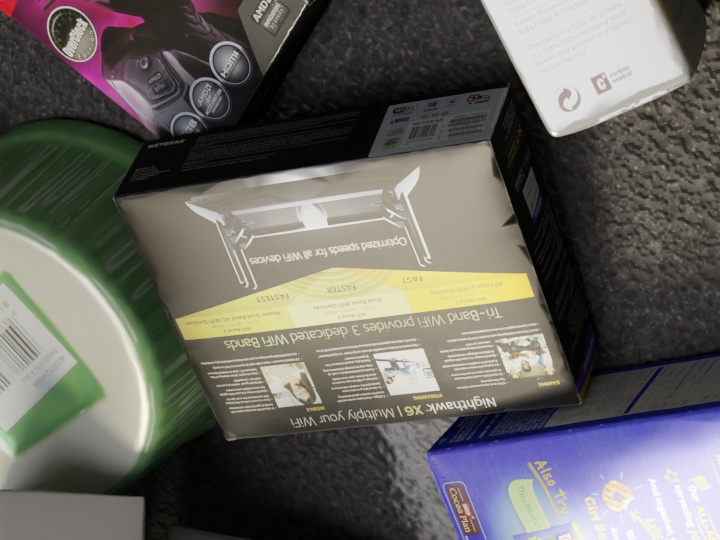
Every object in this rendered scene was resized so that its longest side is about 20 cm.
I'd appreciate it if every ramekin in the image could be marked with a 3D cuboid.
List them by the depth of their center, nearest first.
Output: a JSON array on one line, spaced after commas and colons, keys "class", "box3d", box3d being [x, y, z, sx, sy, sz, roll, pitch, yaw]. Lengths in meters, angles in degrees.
[{"class": "ramekin", "box3d": [-0.163, 0.030, 1.225, 0.199, 0.098, 0.201, 13, 122, 22]}]

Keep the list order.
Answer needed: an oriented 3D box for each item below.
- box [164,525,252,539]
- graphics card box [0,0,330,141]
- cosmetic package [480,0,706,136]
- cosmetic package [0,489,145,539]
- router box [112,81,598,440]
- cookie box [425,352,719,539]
[{"class": "box", "box3d": [-0.045, 0.283, 1.211, 0.170, 0.200, 0.201, 10, 125, -6]}, {"class": "graphics card box", "box3d": [-0.117, -0.157, 1.129, 0.200, 0.051, 0.126, 39, 128, 4]}, {"class": "cosmetic package", "box3d": [0.074, -0.169, 0.980, 0.074, 0.102, 0.201, -23, 105, 18]}, {"class": "cosmetic package", "box3d": [-0.164, 0.187, 1.238, 0.084, 0.108, 0.200, 4, 163, -10]}, {"class": "router box", "box3d": [0.000, 0.000, 1.117, 0.199, 0.052, 0.158, -7, 124, 23]}, {"class": "cookie box", "box3d": [0.157, 0.134, 1.123, 0.199, 0.075, 0.172, -11, 110, 33]}]
